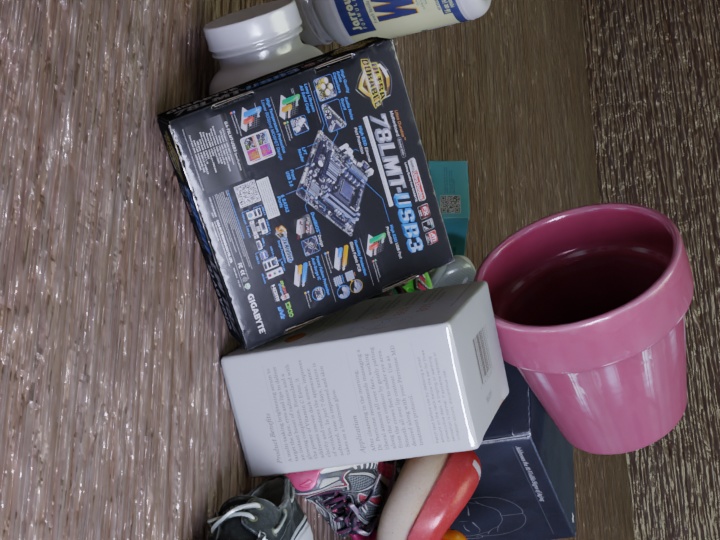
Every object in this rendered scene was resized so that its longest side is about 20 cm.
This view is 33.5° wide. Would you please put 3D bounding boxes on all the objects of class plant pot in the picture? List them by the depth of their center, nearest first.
[{"bbox_3d":[0.224,0.064,1.121,0.200,0.199,0.180,-71,142,-54],"label":"plant pot"}]

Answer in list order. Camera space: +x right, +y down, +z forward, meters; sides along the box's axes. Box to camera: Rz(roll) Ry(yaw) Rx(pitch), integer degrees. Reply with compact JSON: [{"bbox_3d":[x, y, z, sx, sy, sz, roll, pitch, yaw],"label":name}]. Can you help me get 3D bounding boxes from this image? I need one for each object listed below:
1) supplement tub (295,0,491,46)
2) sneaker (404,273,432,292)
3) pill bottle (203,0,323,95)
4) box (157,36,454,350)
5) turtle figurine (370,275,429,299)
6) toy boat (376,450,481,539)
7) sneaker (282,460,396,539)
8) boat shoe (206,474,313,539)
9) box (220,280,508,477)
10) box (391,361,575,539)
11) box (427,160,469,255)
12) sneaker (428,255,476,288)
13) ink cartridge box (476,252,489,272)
[{"bbox_3d":[0.027,-0.318,1.257,0.145,0.199,0.146,-10,90,-71],"label":"supplement tub"},{"bbox_3d":[0.039,-0.016,1.376,0.084,0.076,0.201,107,-13,-51],"label":"sneaker"},{"bbox_3d":[-0.067,-0.125,1.036,0.109,0.108,0.201,-58,135,-62],"label":"pill bottle"},{"bbox_3d":[-0.040,-0.064,0.975,0.050,0.198,0.201,27,-42,64],"label":"box"},{"bbox_3d":[0.055,0.033,1.189,0.200,0.149,0.101,32,79,-46],"label":"turtle figurine"},{"bbox_3d":[0.084,0.258,1.091,0.131,0.130,0.201,-54,153,-65],"label":"toy boat"},{"bbox_3d":[-0.010,0.204,1.088,0.200,0.080,0.075,39,47,-63],"label":"sneaker"},{"bbox_3d":[-0.089,0.206,0.901,0.200,0.072,0.071,-28,98,-81],"label":"boat shoe"},{"bbox_3d":[0.009,0.090,1.013,0.152,0.199,0.107,-36,114,-68],"label":"box"},{"bbox_3d":[0.109,0.192,1.259,0.200,0.195,0.124,62,26,-43],"label":"box"},{"bbox_3d":[0.105,-0.049,1.490,0.200,0.049,0.083,88,3,-62],"label":"box"},{"bbox_3d":[0.092,0.024,1.441,0.201,0.070,0.081,104,-27,-64],"label":"sneaker"},{"bbox_3d":[0.148,0.053,1.461,0.200,0.037,0.095,99,-3,-73],"label":"ink cartridge box"}]
